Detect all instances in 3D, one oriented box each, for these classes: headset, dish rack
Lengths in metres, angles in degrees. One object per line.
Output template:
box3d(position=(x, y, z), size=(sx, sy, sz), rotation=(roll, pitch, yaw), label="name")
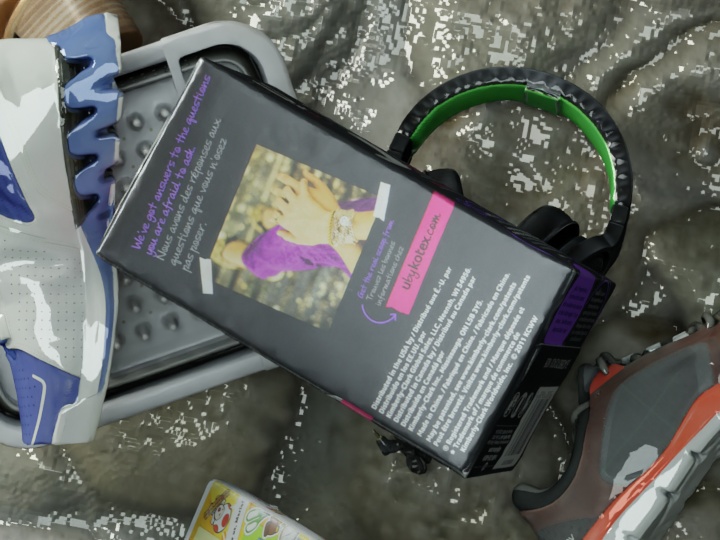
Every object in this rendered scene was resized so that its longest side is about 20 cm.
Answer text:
box3d(position=(0.060, -0.001, 1.396), size=(0.123, 0.094, 0.201), rotation=(19, 70, 10), label="headset")
box3d(position=(-0.117, -0.019, 1.392), size=(0.199, 0.044, 0.173), rotation=(-19, 104, -7), label="dish rack")

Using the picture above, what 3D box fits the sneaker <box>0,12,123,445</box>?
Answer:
box3d(position=(-0.170, -0.021, 1.328), size=(0.114, 0.081, 0.201), rotation=(1, 93, -6), label="sneaker")

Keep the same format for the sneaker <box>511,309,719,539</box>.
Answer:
box3d(position=(0.145, 0.056, 1.363), size=(0.082, 0.077, 0.200), rotation=(38, 88, 18), label="sneaker")

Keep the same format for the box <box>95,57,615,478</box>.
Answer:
box3d(position=(0.000, 0.000, 1.295), size=(0.199, 0.122, 0.107), rotation=(31, 94, 14), label="box")

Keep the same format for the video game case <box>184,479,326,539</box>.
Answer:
box3d(position=(-0.058, 0.211, 1.267), size=(0.023, 0.182, 0.201), rotation=(22, 91, -32), label="video game case")

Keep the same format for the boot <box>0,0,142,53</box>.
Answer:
box3d(position=(-0.224, -0.116, 1.445), size=(0.200, 0.077, 0.155), rotation=(-43, 71, 11), label="boot")
